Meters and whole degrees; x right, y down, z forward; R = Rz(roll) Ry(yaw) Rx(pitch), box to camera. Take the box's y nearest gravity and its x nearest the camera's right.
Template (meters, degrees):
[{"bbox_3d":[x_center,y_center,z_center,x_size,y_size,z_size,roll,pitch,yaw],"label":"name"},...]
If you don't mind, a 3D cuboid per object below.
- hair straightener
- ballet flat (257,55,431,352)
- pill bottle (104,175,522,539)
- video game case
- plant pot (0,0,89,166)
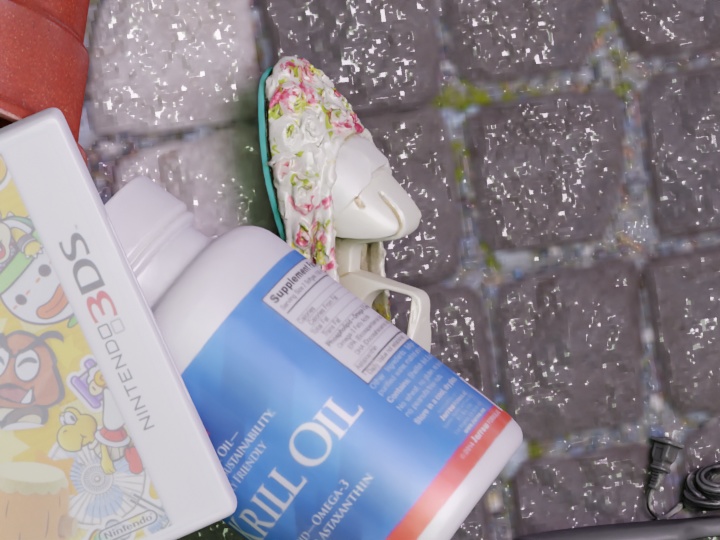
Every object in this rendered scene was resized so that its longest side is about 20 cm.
[{"bbox_3d":[0.162,0.111,1.355,0.200,0.041,0.077,-12,93,-9],"label":"hair straightener"},{"bbox_3d":[0.000,0.000,1.310,0.064,0.076,0.200,-3,100,26],"label":"ballet flat"},{"bbox_3d":[-0.040,0.052,1.234,0.200,0.112,0.112,37,85,4],"label":"pill bottle"},{"bbox_3d":[-0.176,0.056,1.160,0.200,0.023,0.182,-23,103,0],"label":"video game case"},{"bbox_3d":[-0.191,-0.159,1.230,0.201,0.201,0.195,14,81,-9],"label":"plant pot"}]
